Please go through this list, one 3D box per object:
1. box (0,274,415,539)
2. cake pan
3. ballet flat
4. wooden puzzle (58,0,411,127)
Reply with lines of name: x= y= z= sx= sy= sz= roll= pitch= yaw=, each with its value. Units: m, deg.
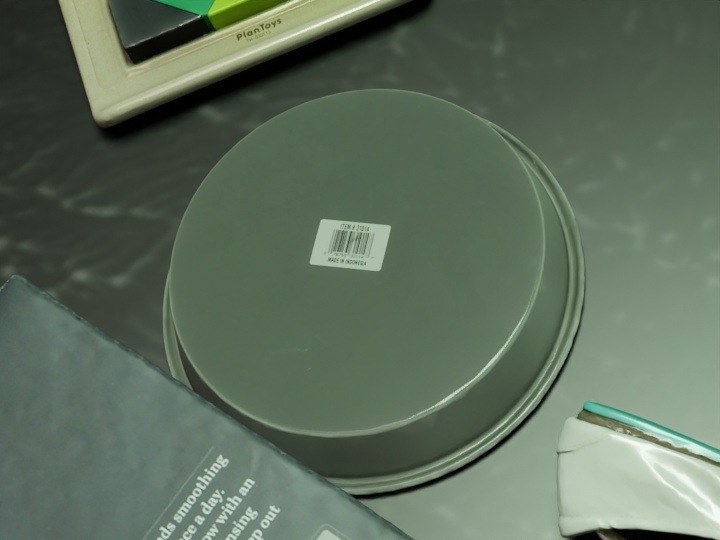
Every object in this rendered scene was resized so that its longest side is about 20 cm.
box: x=-0.056 y=0.130 z=0.608 sx=0.199 sy=0.197 sz=0.118 roll=31 pitch=74 yaw=26
cake pan: x=0.000 y=0.000 z=0.755 sx=0.199 sy=0.037 sz=0.202 roll=-6 pitch=61 yaw=12
ballet flat: x=0.166 y=0.107 z=0.647 sx=0.199 sy=0.070 sz=0.070 roll=15 pitch=67 yaw=26
wooden puzzle: x=-0.078 y=-0.186 z=0.873 sx=0.184 sy=0.037 sz=0.201 roll=-22 pitch=59 yaw=3
